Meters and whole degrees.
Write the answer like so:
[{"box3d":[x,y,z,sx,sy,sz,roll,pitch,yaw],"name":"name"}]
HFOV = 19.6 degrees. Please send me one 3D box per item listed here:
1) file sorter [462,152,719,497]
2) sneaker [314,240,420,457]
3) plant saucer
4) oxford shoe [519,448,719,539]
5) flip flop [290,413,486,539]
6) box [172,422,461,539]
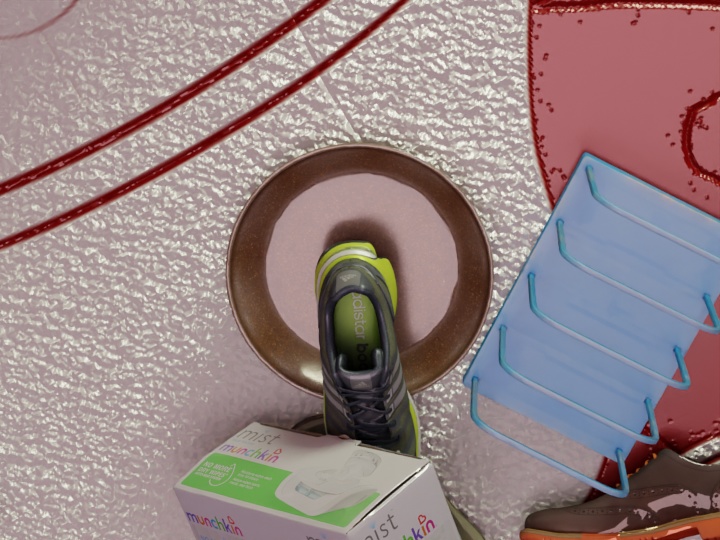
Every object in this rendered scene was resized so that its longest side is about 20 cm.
[{"box3d":[0.179,0.043,1.513,0.139,0.123,0.200,27,105,-3],"name":"file sorter"},{"box3d":[0.000,0.083,1.518,0.074,0.081,0.200,-10,103,6],"name":"sneaker"},{"box3d":[0.000,0.000,1.557,0.200,0.037,0.201,1,105,4],"name":"plant saucer"},{"box3d":[0.218,0.176,1.583,0.200,0.071,0.073,-7,77,7],"name":"oxford shoe"},{"box3d":[0.023,0.186,1.590,0.200,0.058,0.081,45,102,-4],"name":"flip flop"},{"box3d":[-0.015,0.216,1.514,0.097,0.200,0.177,-37,119,-32],"name":"box"}]
